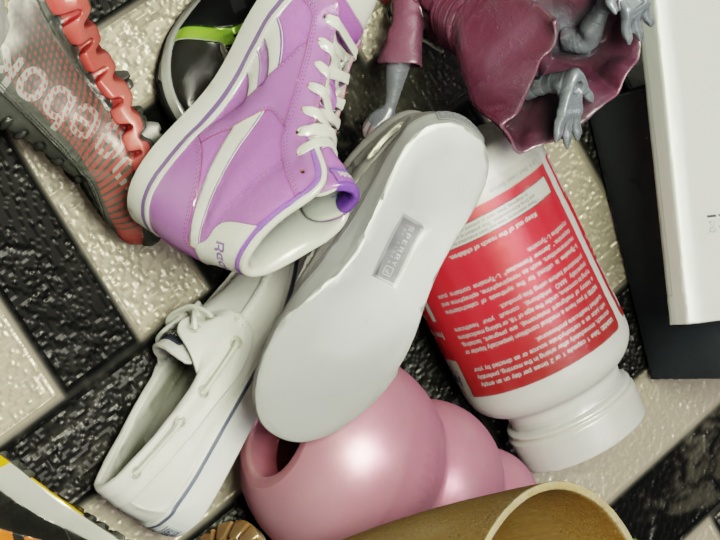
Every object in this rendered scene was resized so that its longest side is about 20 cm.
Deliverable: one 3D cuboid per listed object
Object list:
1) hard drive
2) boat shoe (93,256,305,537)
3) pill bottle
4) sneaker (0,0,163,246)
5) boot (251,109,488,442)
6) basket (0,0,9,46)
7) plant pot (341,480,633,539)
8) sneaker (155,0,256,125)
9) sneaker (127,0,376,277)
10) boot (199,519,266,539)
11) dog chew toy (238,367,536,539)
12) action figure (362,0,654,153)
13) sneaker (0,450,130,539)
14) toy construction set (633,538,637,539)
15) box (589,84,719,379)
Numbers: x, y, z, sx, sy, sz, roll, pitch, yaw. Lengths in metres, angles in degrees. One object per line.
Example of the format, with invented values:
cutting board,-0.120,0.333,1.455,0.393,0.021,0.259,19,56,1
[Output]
hard drive,0.238,-0.073,1.206,0.132,0.026,0.200,-6,89,-28
boat shoe,-0.086,0.051,1.126,0.065,0.074,0.200,32,72,-28
pill bottle,0.095,0.017,1.205,0.112,0.112,0.200,-32,102,-26
sneaker,-0.171,-0.094,1.090,0.098,0.071,0.201,-27,112,-10
boot,0.000,0.000,1.098,0.074,0.096,0.200,34,90,-15
basket,-0.259,-0.202,0.976,0.200,0.136,0.123,18,70,-1
plant pot,0.026,0.209,1.038,0.186,0.200,0.187,12,74,-51
sneaker,-0.042,-0.159,1.154,0.072,0.083,0.200,45,68,-19
sneaker,-0.025,-0.082,1.071,0.201,0.114,0.073,-57,146,-9
boot,-0.078,0.248,1.132,0.107,0.075,0.200,31,67,-43
dog chew toy,0.027,0.125,1.162,0.200,0.125,0.125,25,76,-34
action figure,0.066,-0.148,1.153,0.134,0.200,0.149,-31,129,-24
sneaker,-0.184,0.163,1.069,0.200,0.070,0.090,39,74,-13
toy construction set,0.135,0.234,1.193,0.200,0.131,0.092,-36,146,5
box,0.279,-0.046,1.306,0.200,0.117,0.197,-16,94,-29
